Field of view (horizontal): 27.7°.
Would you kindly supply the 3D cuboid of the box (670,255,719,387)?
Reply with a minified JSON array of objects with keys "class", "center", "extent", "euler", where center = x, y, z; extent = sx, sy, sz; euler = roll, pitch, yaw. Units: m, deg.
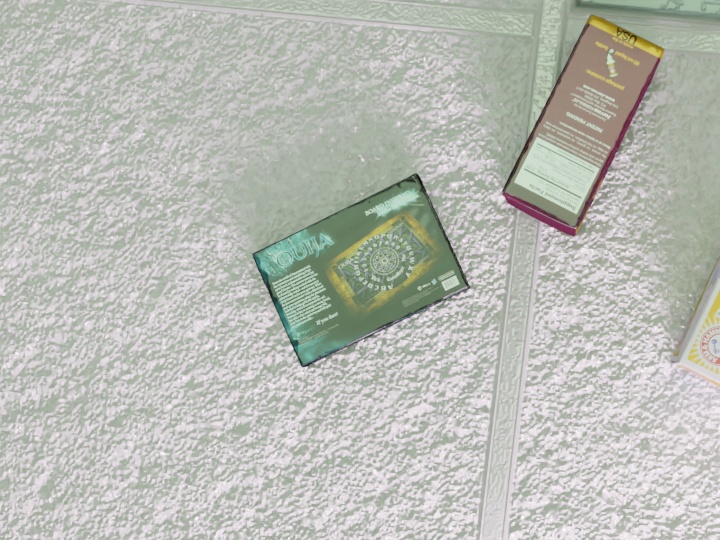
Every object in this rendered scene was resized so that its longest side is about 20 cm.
[{"class":"box","center":[0.404,0.028,1.464],"extent":[0.112,0.101,0.201],"euler":[25,91,8]}]

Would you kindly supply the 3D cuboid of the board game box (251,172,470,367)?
[{"class":"board game box","center":[0.000,0.000,1.557],"extent":[0.199,0.028,0.136],"euler":[-25,84,6]}]

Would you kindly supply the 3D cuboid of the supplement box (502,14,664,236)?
[{"class":"supplement box","center":[0.226,-0.144,1.492],"extent":[0.085,0.110,0.201],"euler":[26,91,8]}]
